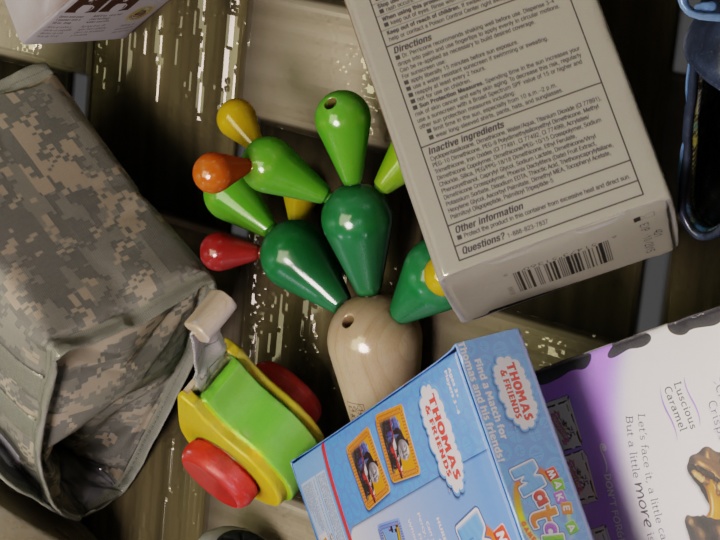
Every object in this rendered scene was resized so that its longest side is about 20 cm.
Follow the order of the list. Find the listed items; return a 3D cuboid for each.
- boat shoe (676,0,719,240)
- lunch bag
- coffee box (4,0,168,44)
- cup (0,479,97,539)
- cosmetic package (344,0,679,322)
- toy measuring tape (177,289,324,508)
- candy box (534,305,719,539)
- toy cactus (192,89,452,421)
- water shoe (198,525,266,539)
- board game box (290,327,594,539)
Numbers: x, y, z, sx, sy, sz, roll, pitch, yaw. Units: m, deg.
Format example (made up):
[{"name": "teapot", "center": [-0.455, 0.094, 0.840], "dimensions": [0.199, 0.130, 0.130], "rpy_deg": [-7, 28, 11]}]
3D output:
[{"name": "boat shoe", "center": [0.163, -0.082, 0.913], "dimensions": [0.084, 0.069, 0.201], "rpy_deg": [32, 145, 30]}, {"name": "lunch bag", "center": [-0.174, 0.023, 1.240], "dimensions": [0.164, 0.117, 0.200], "rpy_deg": [51, 149, 22]}, {"name": "coffee box", "center": [-0.102, -0.209, 1.172], "dimensions": [0.200, 0.079, 0.115], "rpy_deg": [-32, 75, 40]}, {"name": "cup", "center": [-0.218, 0.182, 1.278], "dimensions": [0.200, 0.200, 0.144], "rpy_deg": [35, 93, 33]}, {"name": "cosmetic package", "center": [0.054, -0.092, 1.012], "dimensions": [0.105, 0.071, 0.201], "rpy_deg": [-18, 71, 5]}, {"name": "toy measuring tape", "center": [-0.049, 0.067, 1.132], "dimensions": [0.074, 0.073, 0.200], "rpy_deg": [61, 167, 17]}, {"name": "candy box", "center": [0.154, 0.103, 0.996], "dimensions": [0.199, 0.071, 0.169], "rpy_deg": [-22, 81, 42]}, {"name": "toy cactus", "center": [0.000, 0.000, 1.115], "dimensions": [0.199, 0.102, 0.166], "rpy_deg": [2, 107, 33]}, {"name": "water shoe", "center": [-0.053, 0.230, 1.197], "dimensions": [0.079, 0.071, 0.201], "rpy_deg": [-32, 74, 41]}, {"name": "board game box", "center": [0.039, 0.126, 1.040], "dimensions": [0.200, 0.036, 0.152], "rpy_deg": [-41, 66, 63]}]
